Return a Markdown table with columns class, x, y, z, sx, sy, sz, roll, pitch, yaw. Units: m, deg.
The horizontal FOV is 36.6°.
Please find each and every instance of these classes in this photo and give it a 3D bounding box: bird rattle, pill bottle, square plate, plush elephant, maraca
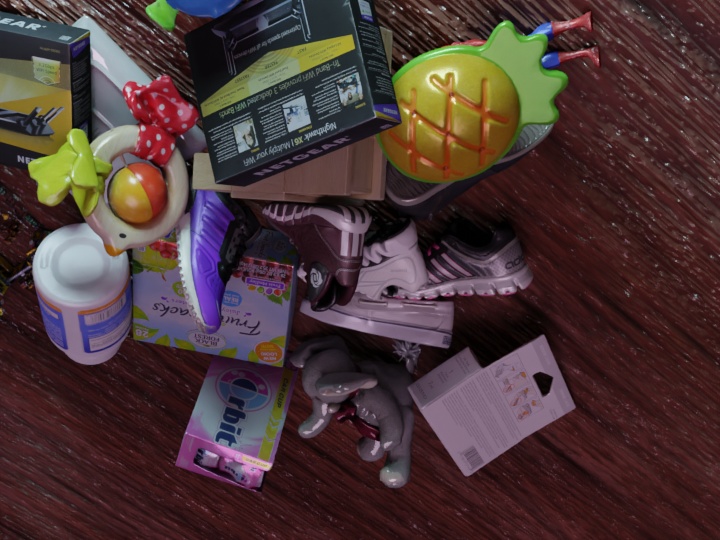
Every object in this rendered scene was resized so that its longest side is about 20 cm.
| class | x | y | z | sx | sy | sz | roll | pitch | yaw |
| --- | --- | --- | --- | --- | --- | --- | --- | --- | --- |
| bird rattle | -0.249 | -0.110 | 1.175 | 0.112 | 0.200 | 0.165 | 7 | 126 | 43 |
| pill bottle | -0.336 | 0.038 | 1.335 | 0.111 | 0.113 | 0.201 | 15 | 151 | -3 |
| square plate | -0.308 | -0.161 | 1.255 | 0.199 | 0.029 | 0.198 | -32 | 117 | 28 |
| plush elephant | -0.013 | 0.162 | 1.379 | 0.153 | 0.165 | 0.203 | 8 | 101 | -15 |
| maraca | 0.107 | -0.164 | 1.087 | 0.198 | 0.107 | 0.138 | -27 | 117 | 18 |

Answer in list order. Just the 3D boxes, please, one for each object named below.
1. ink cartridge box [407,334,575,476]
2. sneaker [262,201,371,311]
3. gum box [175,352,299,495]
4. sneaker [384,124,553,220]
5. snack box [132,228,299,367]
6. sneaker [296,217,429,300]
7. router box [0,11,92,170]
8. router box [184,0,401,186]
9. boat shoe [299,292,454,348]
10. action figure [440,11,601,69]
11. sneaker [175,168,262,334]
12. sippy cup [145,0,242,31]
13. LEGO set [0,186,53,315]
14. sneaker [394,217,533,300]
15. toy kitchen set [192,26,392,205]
| class | x | y | z | sx | sy | sz | roll | pitch | yaw |
| --- | --- | --- | --- | --- | --- | --- | --- | --- | --- |
| ink cartridge box | 0.171 | 0.161 | 1.382 | 0.175 | 0.045 | 0.201 | -32 | 140 | 1 |
| sneaker | -0.057 | -0.015 | 1.205 | 0.075 | 0.199 | 0.117 | 2 | 93 | -27 |
| gum box | -0.153 | 0.180 | 1.382 | 0.112 | 0.201 | 0.067 | 19 | 129 | -4 |
| sneaker | 0.117 | -0.125 | 1.199 | 0.198 | 0.076 | 0.106 | -25 | 167 | 1 |
| snack box | -0.179 | 0.023 | 1.351 | 0.197 | 0.068 | 0.170 | 12 | 129 | 2 |
| sneaker | 0.000 | 0.000 | 1.263 | 0.199 | 0.075 | 0.082 | -10 | 115 | 51 |
| router box | -0.394 | -0.199 | 1.195 | 0.197 | 0.052 | 0.159 | 12 | 120 | 10 |
| router box | -0.070 | -0.188 | 1.065 | 0.198 | 0.052 | 0.159 | -17 | 81 | 30 |
| boat shoe | 0.021 | 0.045 | 1.337 | 0.198 | 0.072 | 0.067 | 11 | 88 | 26 |
| action figure | 0.146 | -0.216 | 1.131 | 0.197 | 0.052 | 0.066 | -10 | 128 | 19 |
| sneaker | -0.159 | -0.030 | 1.242 | 0.098 | 0.203 | 0.070 | -7 | 161 | -7 |
| sippy cup | -0.142 | -0.313 | 1.047 | 0.138 | 0.131 | 0.180 | 7 | 129 | 4 |
| LEGO set | -0.470 | -0.025 | 1.327 | 0.152 | 0.117 | 0.201 | -21 | 122 | 23 |
| sneaker | 0.101 | -0.018 | 1.275 | 0.197 | 0.074 | 0.089 | -3 | 108 | 26 |
| toy kitchen set | -0.052 | -0.164 | 1.189 | 0.198 | 0.162 | 0.183 | 4 | 92 | 31 |
